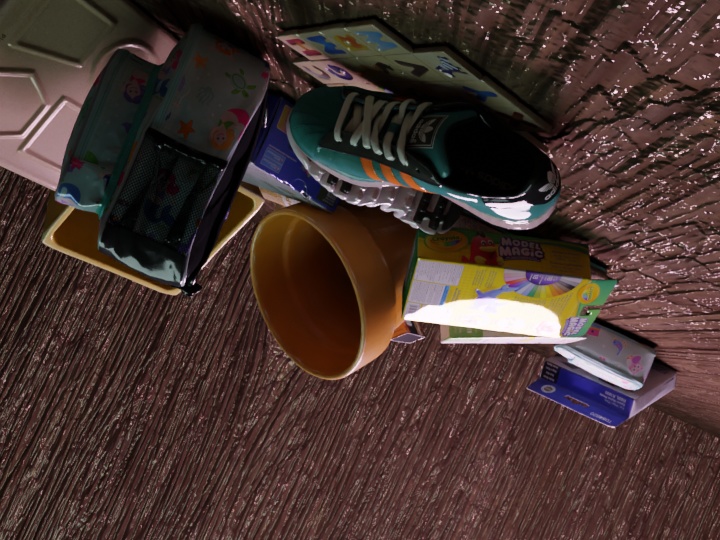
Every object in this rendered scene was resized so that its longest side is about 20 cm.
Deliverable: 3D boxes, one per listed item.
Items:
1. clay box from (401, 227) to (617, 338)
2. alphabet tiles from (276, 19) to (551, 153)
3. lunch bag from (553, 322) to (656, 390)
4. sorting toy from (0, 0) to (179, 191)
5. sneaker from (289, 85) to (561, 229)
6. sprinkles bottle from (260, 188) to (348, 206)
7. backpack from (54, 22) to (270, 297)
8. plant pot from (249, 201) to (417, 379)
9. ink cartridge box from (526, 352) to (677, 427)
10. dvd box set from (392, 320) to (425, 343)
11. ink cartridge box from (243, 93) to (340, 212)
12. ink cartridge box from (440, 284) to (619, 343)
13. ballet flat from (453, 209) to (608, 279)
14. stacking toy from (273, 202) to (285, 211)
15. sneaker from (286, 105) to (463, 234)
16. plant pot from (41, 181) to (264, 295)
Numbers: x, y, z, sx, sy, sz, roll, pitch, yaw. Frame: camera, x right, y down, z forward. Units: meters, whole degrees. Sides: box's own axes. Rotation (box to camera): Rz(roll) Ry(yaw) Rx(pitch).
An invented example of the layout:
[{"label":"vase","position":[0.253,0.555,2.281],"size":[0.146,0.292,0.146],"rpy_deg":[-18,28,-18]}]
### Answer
[{"label":"clay box","position":[0.147,0.014,0.841],"size":[0.198,0.048,0.115],"rpy_deg":[6,145,-3]},{"label":"alphabet tiles","position":[0.035,-0.126,0.582],"size":[0.166,0.006,0.199],"rpy_deg":[27,176,-33]},{"label":"lunch bag","position":[0.404,0.138,1.389],"size":[0.159,0.078,0.200],"rpy_deg":[24,177,13]},{"label":"sorting toy","position":[-0.260,-0.165,0.718],"size":[0.037,0.185,0.200],"rpy_deg":[47,-172,25]},{"label":"sneaker","position":[0.039,-0.089,0.551],"size":[0.198,0.072,0.080],"rpy_deg":[19,171,13]},{"label":"sprinkles bottle","position":[-0.086,-0.115,1.096],"size":[0.199,0.069,0.068],"rpy_deg":[21,175,43]},{"label":"backpack","position":[-0.159,-0.105,0.687],"size":[0.150,0.201,0.177],"rpy_deg":[30,179,-17]},{"label":"plant pot","position":[0.000,0.000,0.976],"size":[0.182,0.202,0.199],"rpy_deg":[-24,-148,-38]},{"label":"ink cartridge box","position":[0.442,0.200,1.513],"size":[0.199,0.041,0.199],"rpy_deg":[-20,-152,-37]},{"label":"dvd box set","position":[0.034,0.003,1.164],"size":[0.029,0.202,0.146],"rpy_deg":[-22,168,10]},{"label":"ink cartridge box","position":[-0.098,-0.131,0.865],"size":[0.199,0.077,0.136],"rpy_deg":[24,178,39]},{"label":"ink cartridge box","position":[0.199,0.053,0.987],"size":[0.197,0.068,0.117],"rpy_deg":[0,173,1]},{"label":"ballet flat","position":[0.173,-0.006,0.917],"size":[0.198,0.068,0.068],"rpy_deg":[24,178,14]},{"label":"stacking toy","position":[-0.037,-0.076,1.314],"size":[0.198,0.086,0.085],"rpy_deg":[21,178,-17]},{"label":"sneaker","position":[0.006,-0.096,0.761],"size":[0.199,0.076,0.081],"rpy_deg":[28,-176,-35]},{"label":"plant pot","position":[-0.266,-0.129,1.040],"size":[0.193,0.195,0.201],"rpy_deg":[27,-148,-39]}]
